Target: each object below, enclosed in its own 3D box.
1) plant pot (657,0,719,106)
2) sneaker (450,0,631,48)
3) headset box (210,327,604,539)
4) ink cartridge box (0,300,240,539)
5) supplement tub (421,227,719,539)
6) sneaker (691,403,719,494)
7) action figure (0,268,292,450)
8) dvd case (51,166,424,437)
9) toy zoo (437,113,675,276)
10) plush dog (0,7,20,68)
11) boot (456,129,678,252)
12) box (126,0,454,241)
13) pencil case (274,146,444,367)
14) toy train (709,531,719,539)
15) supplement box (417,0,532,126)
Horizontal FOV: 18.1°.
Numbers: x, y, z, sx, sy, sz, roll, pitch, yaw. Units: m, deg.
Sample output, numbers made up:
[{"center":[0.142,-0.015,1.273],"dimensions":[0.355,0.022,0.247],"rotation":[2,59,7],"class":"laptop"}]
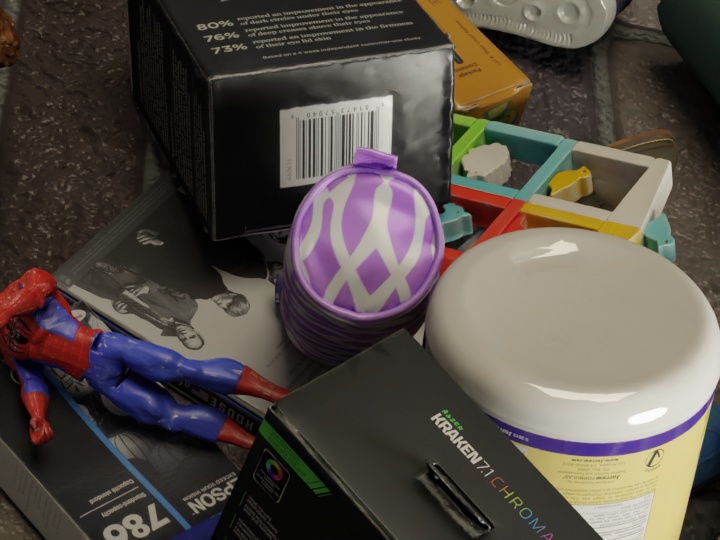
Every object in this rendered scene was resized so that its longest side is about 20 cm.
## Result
[{"center":[0.306,-0.150,1.474],"dimensions":[0.199,0.201,0.196],"rotation":[-10,42,-27],"class":"plant pot"},{"center":[0.098,-0.228,1.558],"dimensions":[0.199,0.081,0.147],"rotation":[21,35,7],"class":"sneaker"},{"center":[0.021,0.153,1.046],"dimensions":[0.092,0.201,0.174],"rotation":[-28,66,-38],"class":"headset box"},{"center":[-0.126,0.106,1.171],"dimensions":[0.099,0.039,0.200],"rotation":[-26,60,-38],"class":"ink cartridge box"},{"center":[0.094,0.096,1.123],"dimensions":[0.144,0.201,0.146],"rotation":[4,38,-3],"class":"supplement tub"},{"center":[0.129,0.079,1.256],"dimensions":[0.198,0.079,0.066],"rotation":[6,43,-15],"class":"sneaker"},{"center":[-0.129,0.059,1.136],"dimensions":[0.199,0.066,0.099],"rotation":[24,26,7],"class":"action figure"},{"center":[-0.058,0.023,1.286],"dimensions":[0.199,0.025,0.150],"rotation":[32,45,13],"class":"dvd case"},{"center":[0.091,-0.034,1.302],"dimensions":[0.199,0.021,0.131],"rotation":[15,44,30],"class":"toy zoo"},{"center":[-0.272,-0.085,1.213],"dimensions":[0.199,0.172,0.161],"rotation":[-6,49,-25],"class":"plush dog"},{"center":[0.142,-0.006,1.358],"dimensions":[0.199,0.075,0.097],"rotation":[-33,73,-29],"class":"boot"},{"center":[-0.045,-0.117,1.323],"dimensions":[0.147,0.105,0.200],"rotation":[-9,32,-15],"class":"box"},{"center":[0.000,0.000,1.174],"dimensions":[0.083,0.200,0.086],"rotation":[16,81,-2],"class":"pencil case"},{"center":[0.157,0.204,1.165],"dimensions":[0.034,0.046,0.200],"rotation":[30,43,16],"class":"toy train"},{"center":[0.020,-0.153,1.457],"dimensions":[0.066,0.069,0.200],"rotation":[-22,55,-34],"class":"supplement box"}]
